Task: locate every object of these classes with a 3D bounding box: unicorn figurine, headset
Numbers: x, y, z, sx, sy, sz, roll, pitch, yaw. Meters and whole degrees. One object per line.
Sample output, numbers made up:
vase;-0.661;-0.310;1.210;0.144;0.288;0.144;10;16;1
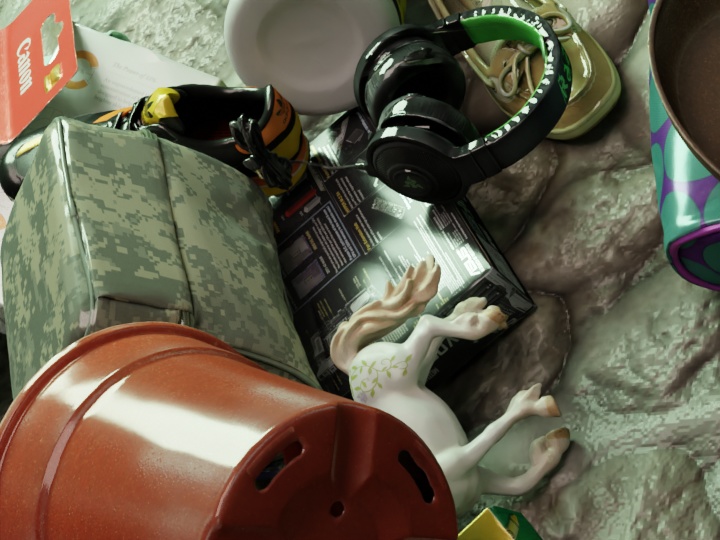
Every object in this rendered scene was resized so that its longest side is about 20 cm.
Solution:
unicorn figurine;0.043;0.096;1.396;0.137;0.074;0.200;-29;50;-1
headset;0.026;-0.100;1.487;0.200;0.094;0.124;-24;43;15

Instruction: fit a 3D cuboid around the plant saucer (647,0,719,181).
plant saucer;0.245;-0.093;1.337;0.037;0.200;0.201;112;162;-53

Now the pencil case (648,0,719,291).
pencil case;0.211;-0.083;1.395;0.092;0.085;0.200;6;56;-7

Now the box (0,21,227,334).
box;-0.175;-0.045;1.655;0.124;0.097;0.200;22;76;22

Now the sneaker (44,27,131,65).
sneaker;-0.209;-0.087;1.753;0.118;0.074;0.201;-24;46;33

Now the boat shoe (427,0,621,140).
boat shoe;0.092;-0.152;1.559;0.073;0.063;0.201;-42;43;9

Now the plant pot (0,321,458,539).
plant pot;-0.063;0.133;1.274;0.195;0.201;0.201;5;65;55

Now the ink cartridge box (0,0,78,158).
ink cartridge box;-0.274;-0.114;1.676;0.200;0.050;0.161;-46;30;20

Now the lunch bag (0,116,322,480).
lunch bag;-0.115;0.023;1.467;0.200;0.168;0.139;-106;32;-44

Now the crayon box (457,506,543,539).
crayon box;0.040;0.234;1.305;0.200;0.058;0.119;-43;69;8

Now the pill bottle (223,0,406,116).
pill bottle;-0.023;-0.195;1.623;0.112;0.112;0.200;-29;26;22

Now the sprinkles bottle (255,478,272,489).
sprinkles bottle;-0.142;0.179;1.521;0.200;0.068;0.068;-42;43;9

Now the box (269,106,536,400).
box;0.000;0.000;1.540;0.158;0.050;0.200;-41;43;10

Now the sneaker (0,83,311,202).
sneaker;-0.135;-0.086;1.552;0.200;0.090;0.070;-4;61;6
